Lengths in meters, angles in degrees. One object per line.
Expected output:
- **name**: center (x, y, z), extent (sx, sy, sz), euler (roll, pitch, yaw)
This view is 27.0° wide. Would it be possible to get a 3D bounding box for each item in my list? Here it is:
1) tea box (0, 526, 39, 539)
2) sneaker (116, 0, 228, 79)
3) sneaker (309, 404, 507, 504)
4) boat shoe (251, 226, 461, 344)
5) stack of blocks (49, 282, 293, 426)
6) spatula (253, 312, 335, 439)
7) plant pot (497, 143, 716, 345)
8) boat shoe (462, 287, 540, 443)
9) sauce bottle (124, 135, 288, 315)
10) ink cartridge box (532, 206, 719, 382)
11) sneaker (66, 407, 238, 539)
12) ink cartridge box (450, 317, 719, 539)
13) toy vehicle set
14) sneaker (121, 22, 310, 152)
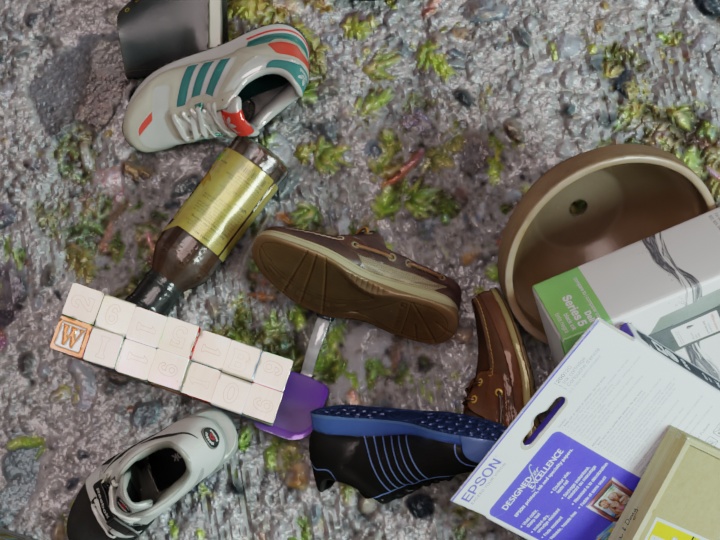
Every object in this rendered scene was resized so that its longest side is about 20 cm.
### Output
- **tea box**: center (-0.297, 0.336, 1.288), extent (0.199, 0.134, 0.198), euler (18, 84, 8)
- **sneaker**: center (-0.184, -0.283, 1.448), extent (0.105, 0.075, 0.202), euler (-2, 78, 1)
- **sneaker**: center (0.045, 0.166, 1.316), extent (0.199, 0.070, 0.079), euler (4, 99, 30)
- **boat shoe**: center (0.000, 0.000, 1.370), extent (0.199, 0.072, 0.072), euler (19, 44, -1)
- **stack of blocks**: center (-0.161, 0.076, 1.306), extent (0.199, 0.115, 0.059), euler (19, 82, -2)
- **spatula**: center (-0.038, 0.061, 1.388), extent (0.056, 0.021, 0.201), euler (19, 79, 10)
- **plant pot**: center (0.209, -0.036, 1.330), extent (0.200, 0.202, 0.093), euler (-22, 37, 0)
- **boat shoe**: center (0.123, 0.116, 1.336), extent (0.067, 0.072, 0.202), euler (-12, 79, 0)
- **sauce bottle**: center (-0.149, -0.033, 1.396), extent (0.065, 0.065, 0.200), euler (36, 81, 11)
- **ink cartridge box**: center (0.266, 0.049, 1.295), extent (0.199, 0.146, 0.084), euler (-23, 38, 0)
- **sneaker**: center (-0.202, 0.192, 1.311), extent (0.200, 0.088, 0.074), euler (-41, 85, 24)
- **ink cartridge box**: center (0.196, 0.144, 1.251), extent (0.199, 0.043, 0.199), euler (30, 105, -31)
- **toy vehicle set**: center (0.263, 0.242, 1.263), extent (0.124, 0.026, 0.201), euler (27, 93, -30)
- **sneaker**: center (-0.136, -0.155, 1.389), extent (0.199, 0.070, 0.094), euler (-24, 38, 11)
